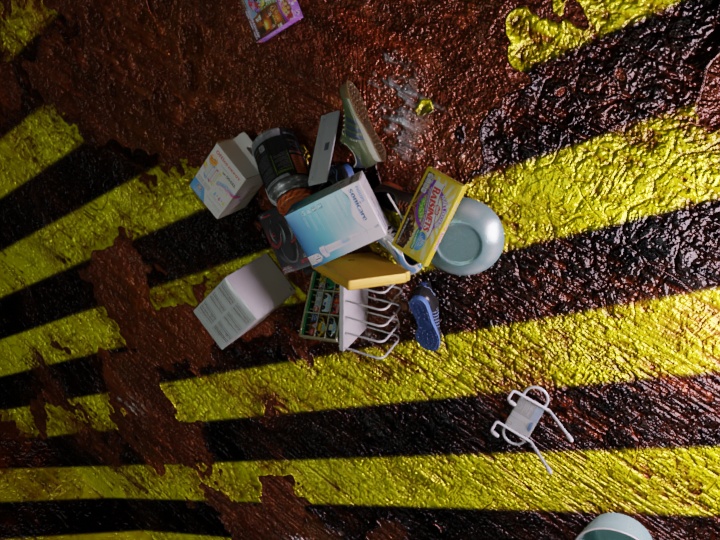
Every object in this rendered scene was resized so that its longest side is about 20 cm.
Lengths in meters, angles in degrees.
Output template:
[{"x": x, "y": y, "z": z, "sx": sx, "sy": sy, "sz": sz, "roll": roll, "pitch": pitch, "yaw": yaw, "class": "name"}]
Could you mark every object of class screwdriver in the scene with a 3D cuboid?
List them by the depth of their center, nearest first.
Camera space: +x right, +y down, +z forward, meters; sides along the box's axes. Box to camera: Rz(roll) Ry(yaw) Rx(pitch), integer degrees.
[{"x": 0.091, "y": -0.125, "z": 1.352, "sx": 0.028, "sy": 0.200, "sz": 0.029, "roll": 9, "pitch": 76, "yaw": 24, "class": "screwdriver"}]

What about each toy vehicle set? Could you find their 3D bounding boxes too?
[{"x": -0.090, "y": 0.088, "z": 1.569, "sx": 0.123, "sy": 0.026, "sz": 0.202, "roll": 2, "pitch": 73, "yaw": 31, "class": "toy vehicle set"}]

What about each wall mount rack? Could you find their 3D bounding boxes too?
[{"x": 0.420, "y": 0.389, "z": 1.429, "sx": 0.173, "sy": 0.074, "sz": 0.202, "roll": 29, "pitch": 124, "yaw": 18, "class": "wall mount rack"}]

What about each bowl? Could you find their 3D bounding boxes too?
[{"x": 0.623, "y": 0.669, "z": 1.409, "sx": 0.199, "sy": 0.105, "sz": 0.203, "roll": 13, "pitch": 117, "yaw": 26, "class": "bowl"}]

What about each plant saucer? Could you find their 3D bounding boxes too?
[{"x": 0.227, "y": -0.068, "z": 1.338, "sx": 0.199, "sy": 0.039, "sz": 0.203, "roll": 9, "pitch": 122, "yaw": 14, "class": "plant saucer"}]

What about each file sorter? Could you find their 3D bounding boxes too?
[{"x": 0.031, "y": 0.103, "z": 1.507, "sx": 0.123, "sy": 0.139, "sz": 0.202, "roll": 13, "pitch": 117, "yaw": 24, "class": "file sorter"}]

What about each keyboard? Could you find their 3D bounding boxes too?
[{"x": -0.086, "y": -0.294, "z": 1.397, "sx": 0.056, "sy": 0.011, "sz": 0.202, "roll": -4, "pitch": 65, "yaw": 29, "class": "keyboard"}]

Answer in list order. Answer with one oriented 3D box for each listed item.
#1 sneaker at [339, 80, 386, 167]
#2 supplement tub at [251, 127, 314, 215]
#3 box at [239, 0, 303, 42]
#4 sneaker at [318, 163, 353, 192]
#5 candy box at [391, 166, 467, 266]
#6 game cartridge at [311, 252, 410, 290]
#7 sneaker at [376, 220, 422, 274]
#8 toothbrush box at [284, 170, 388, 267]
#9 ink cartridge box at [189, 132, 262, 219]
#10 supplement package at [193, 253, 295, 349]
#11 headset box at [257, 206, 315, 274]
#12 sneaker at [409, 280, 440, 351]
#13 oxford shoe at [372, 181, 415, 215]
[{"x": -0.020, "y": -0.335, "z": 1.383, "sx": 0.089, "sy": 0.067, "sz": 0.202, "roll": -20, "pitch": 103, "yaw": 31, "class": "sneaker"}, {"x": -0.189, "y": -0.243, "z": 1.458, "sx": 0.122, "sy": 0.122, "sz": 0.202, "roll": -39, "pitch": 63, "yaw": 38, "class": "supplement tub"}, {"x": -0.231, "y": -0.668, "z": 1.386, "sx": 0.136, "sy": 0.039, "sz": 0.202, "roll": -15, "pitch": 102, "yaw": 35, "class": "box"}, {"x": -0.069, "y": -0.171, "z": 1.454, "sx": 0.070, "sy": 0.077, "sz": 0.202, "roll": 46, "pitch": 143, "yaw": 38, "class": "sneaker"}, {"x": 0.152, "y": -0.121, "z": 1.316, "sx": 0.102, "sy": 0.026, "sz": 0.202, "roll": 33, "pitch": 110, "yaw": 25, "class": "candy box"}, {"x": 0.000, "y": 0.000, "z": 1.408, "sx": 0.200, "sy": 0.174, "sz": 0.033, "roll": 31, "pitch": 123, "yaw": 56, "class": "game cartridge"}, {"x": 0.083, "y": -0.079, "z": 1.431, "sx": 0.200, "sy": 0.072, "sz": 0.072, "roll": 49, "pitch": 139, "yaw": -3, "class": "sneaker"}, {"x": -0.053, "y": -0.119, "z": 1.366, "sx": 0.198, "sy": 0.086, "sz": 0.147, "roll": -24, "pitch": 111, "yaw": 17, "class": "toothbrush box"}, {"x": -0.343, "y": -0.263, "z": 1.584, "sx": 0.129, "sy": 0.125, "sz": 0.200, "roll": 49, "pitch": 128, "yaw": 3, "class": "ink cartridge box"}, {"x": -0.335, "y": 0.088, "z": 1.694, "sx": 0.200, "sy": 0.191, "sz": 0.148, "roll": -39, "pitch": 89, "yaw": 37, "class": "supplement package"}, {"x": -0.169, "y": -0.089, "z": 1.583, "sx": 0.147, "sy": 0.075, "sz": 0.202, "roll": -16, "pitch": 101, "yaw": 35, "class": "headset box"}, {"x": 0.173, "y": 0.116, "z": 1.473, "sx": 0.069, "sy": 0.078, "sz": 0.201, "roll": 8, "pitch": 136, "yaw": 26, "class": "sneaker"}, {"x": 0.113, "y": -0.151, "z": 1.381, "sx": 0.198, "sy": 0.072, "sz": 0.072, "roll": 20, "pitch": 119, "yaw": 23, "class": "oxford shoe"}]
